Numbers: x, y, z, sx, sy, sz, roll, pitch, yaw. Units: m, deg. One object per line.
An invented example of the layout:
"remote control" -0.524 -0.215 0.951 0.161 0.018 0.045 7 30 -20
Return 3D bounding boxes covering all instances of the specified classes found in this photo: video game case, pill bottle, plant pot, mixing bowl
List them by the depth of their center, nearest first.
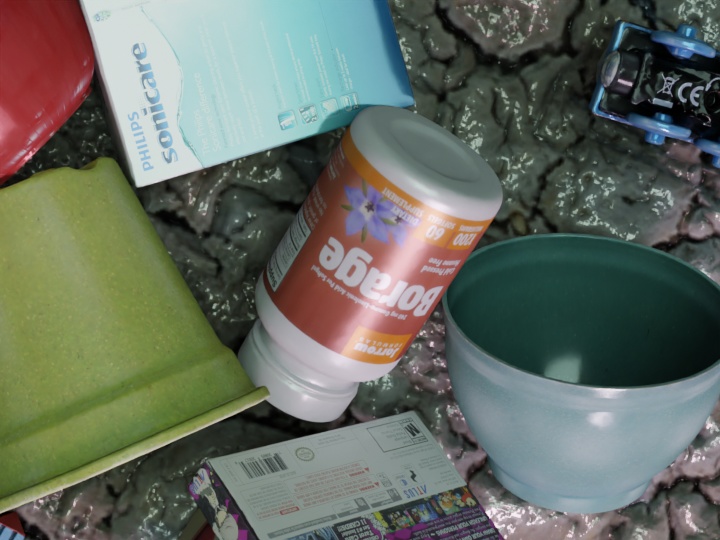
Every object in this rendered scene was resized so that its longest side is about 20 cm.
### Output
"mixing bowl" -0.239 -0.118 1.088 0.108 0.200 0.200 45 84 -13
"plant pot" -0.184 0.035 1.119 0.200 0.200 0.185 -22 90 -10
"video game case" 0.010 0.185 1.144 0.200 0.036 0.181 -9 55 -46
"pill bottle" 0.000 0.000 1.160 0.112 0.112 0.200 26 115 -12
"plant pot" 0.151 0.080 1.199 0.200 0.200 0.135 -4 121 -12

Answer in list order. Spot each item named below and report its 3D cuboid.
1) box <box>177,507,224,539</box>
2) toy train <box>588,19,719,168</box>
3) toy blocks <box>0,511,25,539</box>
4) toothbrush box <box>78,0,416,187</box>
"box" -0.067 0.247 1.133 0.128 0.200 0.109 27 125 -12
"toy train" 0.255 -0.119 1.235 0.199 0.114 0.087 14 98 -12
"toy blocks" -0.315 0.192 1.151 0.200 0.100 0.137 30 75 -13
"toothbrush box" -0.082 -0.152 1.175 0.199 0.085 0.147 -19 97 -11
